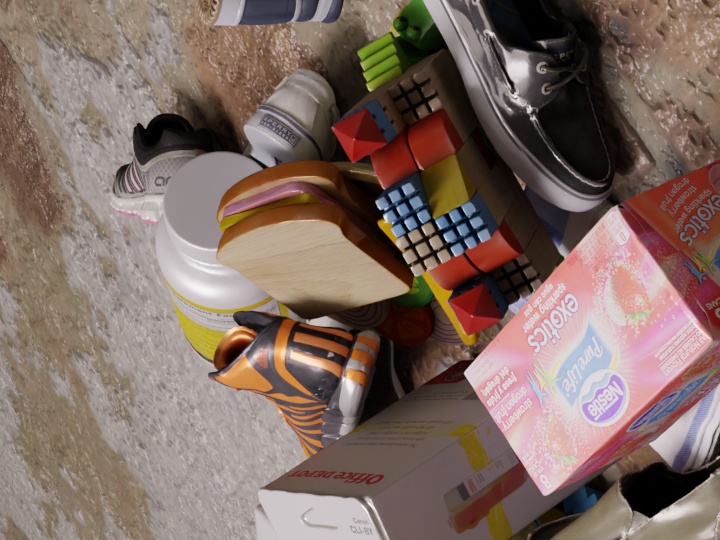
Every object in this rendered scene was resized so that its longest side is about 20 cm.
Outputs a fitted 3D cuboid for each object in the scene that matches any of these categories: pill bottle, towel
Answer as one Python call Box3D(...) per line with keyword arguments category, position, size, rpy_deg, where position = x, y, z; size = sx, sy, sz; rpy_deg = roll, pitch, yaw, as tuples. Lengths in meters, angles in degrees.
Box3D(category="pill bottle", position=(-0.095, -0.007, 1.535), size=(0.111, 0.111, 0.200), rpy_deg=(48, 166, 22))
Box3D(category="towel", position=(0.164, 0.031, 1.279), size=(0.200, 0.024, 0.147), rpy_deg=(47, 149, 25))

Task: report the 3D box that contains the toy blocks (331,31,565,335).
Box3D(category="toy blocks", position=(0.053, -0.044, 1.210), size=(0.100, 0.137, 0.200), rpy_deg=(-27, 98, 19))

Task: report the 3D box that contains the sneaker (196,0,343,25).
Box3D(category="sneaker", position=(-0.056, -0.252, 1.347), size=(0.070, 0.108, 0.200), rpy_deg=(135, 134, -64))

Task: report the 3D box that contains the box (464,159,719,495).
Box3D(category="box", position=(0.159, 0.035, 1.169), size=(0.095, 0.103, 0.200), rpy_deg=(57, 143, 16))

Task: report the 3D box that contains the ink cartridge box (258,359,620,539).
Box3D(category="ink cartridge box", position=(0.053, 0.138, 1.367), size=(0.145, 0.200, 0.084), rpy_deg=(-6, 111, 57))

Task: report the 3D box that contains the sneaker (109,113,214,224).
Box3D(category="sneaker", position=(-0.158, -0.085, 1.662), size=(0.200, 0.074, 0.088), rpy_deg=(-161, 76, -73))

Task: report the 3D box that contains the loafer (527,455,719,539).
Box3D(category="loafer", position=(0.179, 0.152, 1.272), size=(0.200, 0.075, 0.070), rpy_deg=(-22, 106, 38))

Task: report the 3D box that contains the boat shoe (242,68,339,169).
Box3D(category="boat shoe", position=(-0.042, -0.101, 1.453), size=(0.071, 0.070, 0.200), rpy_deg=(33, 173, 7))

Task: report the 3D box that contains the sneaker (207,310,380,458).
Box3D(category="sneaker", position=(-0.050, 0.077, 1.455), size=(0.112, 0.078, 0.200), rpy_deg=(17, 153, 3))

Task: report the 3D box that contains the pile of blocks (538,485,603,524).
Box3D(category="pile of blocks", position=(0.178, 0.193, 1.388), size=(0.062, 0.082, 0.200), rpy_deg=(26, -177, -32))

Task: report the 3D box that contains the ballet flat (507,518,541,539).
Box3D(category="ballet flat", position=(0.117, 0.238, 1.336), size=(0.200, 0.071, 0.071), rpy_deg=(-118, 20, -43))

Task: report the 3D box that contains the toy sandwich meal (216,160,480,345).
Box3D(category="toy sandwich meal", position=(0.000, 0.000, 1.385), size=(0.205, 0.070, 0.205), rpy_deg=(14, 145, 10))

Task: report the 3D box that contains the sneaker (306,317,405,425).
Box3D(category="sneaker", position=(-0.005, 0.077, 1.579), size=(0.200, 0.073, 0.085), rpy_deg=(93, 162, -47))

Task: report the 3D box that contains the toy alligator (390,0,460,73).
Box3D(category="toy alligator", position=(0.040, -0.145, 1.285), size=(0.059, 0.054, 0.200), rpy_deg=(41, 147, 32))

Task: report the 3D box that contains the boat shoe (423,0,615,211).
Box3D(category="boat shoe", position=(0.101, -0.131, 1.192), size=(0.066, 0.070, 0.200), rpy_deg=(-28, 89, 54))

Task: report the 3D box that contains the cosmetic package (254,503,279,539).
Box3D(category="cosmetic package", position=(0.046, 0.252, 1.534), size=(0.200, 0.166, 0.168), rpy_deg=(40, 146, 36))
